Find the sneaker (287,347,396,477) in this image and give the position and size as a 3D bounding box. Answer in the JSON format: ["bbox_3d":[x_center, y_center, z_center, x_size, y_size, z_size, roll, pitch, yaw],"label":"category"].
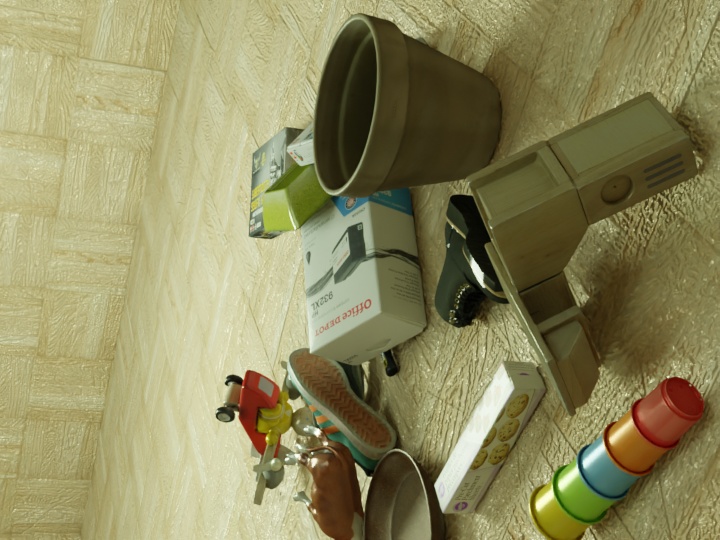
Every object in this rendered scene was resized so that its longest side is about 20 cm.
[{"bbox_3d":[-0.034,0.191,1.421,0.200,0.071,0.081,46,140,28],"label":"sneaker"}]

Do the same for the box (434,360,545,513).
[{"bbox_3d":[0.132,0.177,1.119,0.039,0.041,0.201,-109,33,-46],"label":"box"}]

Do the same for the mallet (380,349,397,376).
[{"bbox_3d":[0.019,0.051,1.449,0.066,0.041,0.201,-66,32,34],"label":"mallet"}]

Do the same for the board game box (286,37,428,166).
[{"bbox_3d":[-0.002,-0.219,1.400,0.200,0.035,0.126,-46,16,-14],"label":"board game box"}]

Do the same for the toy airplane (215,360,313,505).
[{"bbox_3d":[-0.128,0.246,1.668,0.199,0.139,0.203,-5,-88,-74],"label":"toy airplane"}]

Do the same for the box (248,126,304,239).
[{"bbox_3d":[-0.145,-0.149,1.887,0.200,0.048,0.161,163,110,-67],"label":"box"}]

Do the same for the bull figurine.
[{"bbox_3d":[-0.038,0.297,1.394,0.121,0.065,0.203,27,129,43],"label":"bull figurine"}]

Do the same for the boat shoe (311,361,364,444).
[{"bbox_3d":[-0.027,0.149,1.492,0.065,0.073,0.205,-11,-81,-78],"label":"boat shoe"}]

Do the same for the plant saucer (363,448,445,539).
[{"bbox_3d":[0.055,0.317,1.285,0.200,0.036,0.204,-175,90,-68],"label":"plant saucer"}]

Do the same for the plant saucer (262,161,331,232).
[{"bbox_3d":[-0.056,-0.139,1.485,0.200,0.048,0.199,-45,13,-12],"label":"plant saucer"}]

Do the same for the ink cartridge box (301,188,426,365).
[{"bbox_3d":[0.000,0.000,1.388,0.144,0.083,0.203,-31,54,40],"label":"ink cartridge box"}]

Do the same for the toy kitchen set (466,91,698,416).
[{"bbox_3d":[0.216,0.003,0.909,0.164,0.179,0.201,-109,-8,-52],"label":"toy kitchen set"}]

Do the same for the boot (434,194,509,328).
[{"bbox_3d":[0.127,0.022,1.142,0.201,0.076,0.140,-99,18,-64],"label":"boot"}]

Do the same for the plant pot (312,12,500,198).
[{"bbox_3d":[0.058,-0.175,1.211,0.200,0.171,0.203,-175,90,-69],"label":"plant pot"}]

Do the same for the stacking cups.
[{"bbox_3d":[0.216,0.163,0.897,0.201,0.060,0.061,124,145,-45],"label":"stacking cups"}]
